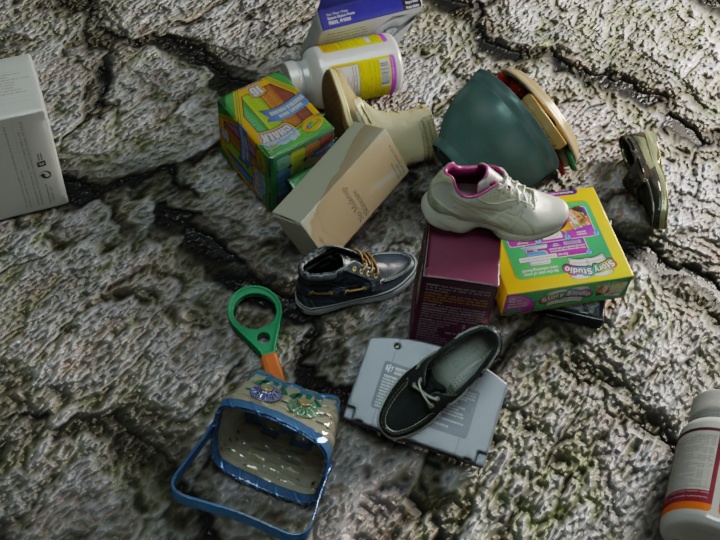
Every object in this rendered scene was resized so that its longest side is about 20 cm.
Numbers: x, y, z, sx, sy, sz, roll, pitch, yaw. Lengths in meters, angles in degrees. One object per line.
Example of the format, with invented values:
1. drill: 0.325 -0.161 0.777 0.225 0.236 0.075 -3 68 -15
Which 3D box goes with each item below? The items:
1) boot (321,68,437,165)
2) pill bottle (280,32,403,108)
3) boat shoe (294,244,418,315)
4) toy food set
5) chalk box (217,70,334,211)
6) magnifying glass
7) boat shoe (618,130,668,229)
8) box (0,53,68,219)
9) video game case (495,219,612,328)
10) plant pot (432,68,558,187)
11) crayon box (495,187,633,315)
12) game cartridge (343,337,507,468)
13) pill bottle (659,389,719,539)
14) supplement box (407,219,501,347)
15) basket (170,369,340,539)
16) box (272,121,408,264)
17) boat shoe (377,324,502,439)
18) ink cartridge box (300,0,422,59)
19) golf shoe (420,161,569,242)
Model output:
1. boot: 0.034 -0.253 1.560 0.154 0.073 0.202 -22 81 -22
2. pill bottle: -0.033 -0.338 1.625 0.197 0.105 0.105 -14 55 -16
3. boat shoe: 0.000 0.000 1.378 0.198 0.092 0.071 -19 56 -19
4. toy food set: 0.285 -0.239 1.535 0.048 0.198 0.201 -38 51 3
5. chalk box: -0.121 -0.191 1.492 0.124 0.125 0.200 -30 60 -24
6. magnifying glass: -0.134 0.104 1.333 0.078 0.023 0.202 -12 53 -14
7. boat shoe: 0.460 -0.148 1.551 0.065 0.072 0.203 -1 52 7
8. box: -0.555 -0.186 1.402 0.197 0.200 0.132 -16 56 -17
9. video game case: 0.291 -0.017 1.459 0.178 0.026 0.202 13 53 5
10. plant pot: 0.198 -0.195 1.501 0.134 0.200 0.201 -39 61 1
11. crayon box: 0.281 -0.031 1.417 0.197 0.059 0.175 -8 55 -10
12. game cartridge: 0.089 0.167 1.268 0.197 0.041 0.135 18 77 9
13. pill bottle: 0.452 0.259 1.209 0.108 0.110 0.201 20 53 11
14. supplement box: 0.126 0.024 1.302 0.101 0.201 0.132 8 53 1
15. basket: -0.118 0.227 1.163 0.174 0.140 0.201 17 43 7
16. box: -0.029 -0.118 1.424 0.077 0.095 0.201 21 65 47
17. boat shoe: 0.099 0.139 1.218 0.076 0.060 0.200 44 88 8
18. ink cartridge box: 0.005 -0.430 1.643 0.197 0.200 0.041 -20 80 -18
19. golf shoe: 0.180 -0.090 1.212 0.196 0.092 0.076 4 51 -10
